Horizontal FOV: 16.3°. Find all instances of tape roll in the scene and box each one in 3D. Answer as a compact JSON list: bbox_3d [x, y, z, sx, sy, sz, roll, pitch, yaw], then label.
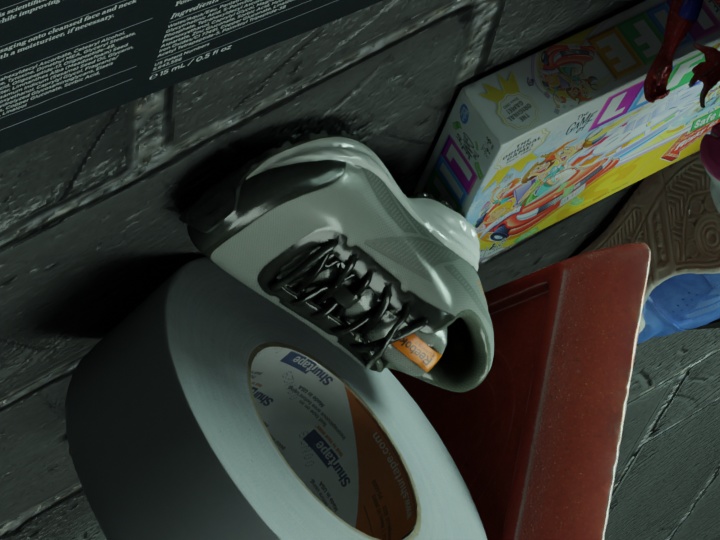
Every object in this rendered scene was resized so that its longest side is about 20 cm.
[{"bbox_3d":[-0.033,0.093,1.085,0.066,0.201,0.200,-40,162,22],"label":"tape roll"}]

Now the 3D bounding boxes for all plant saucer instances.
[{"bbox_3d":[0.048,0.092,1.225,0.037,0.201,0.199,28,149,-28],"label":"plant saucer"}]

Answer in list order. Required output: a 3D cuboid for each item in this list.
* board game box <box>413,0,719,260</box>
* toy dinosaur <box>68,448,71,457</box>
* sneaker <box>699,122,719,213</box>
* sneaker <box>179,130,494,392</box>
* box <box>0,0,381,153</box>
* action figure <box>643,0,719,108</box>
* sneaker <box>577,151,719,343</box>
[{"bbox_3d":[0.119,-0.076,1.192,0.199,0.034,0.135,-26,161,-24],"label":"board game box"},{"bbox_3d":[-0.053,0.120,1.151,0.061,0.199,0.106,-61,162,20],"label":"toy dinosaur"},{"bbox_3d":[0.223,-0.032,1.092,0.199,0.081,0.089,-16,120,-32],"label":"sneaker"},{"bbox_3d":[0.000,0.000,1.075,0.074,0.080,0.200,-34,149,22],"label":"sneaker"},{"bbox_3d":[-0.066,-0.111,0.684,0.199,0.079,0.141,-24,163,-28],"label":"box"},{"bbox_3d":[0.170,-0.079,1.114,0.099,0.065,0.201,-48,133,-19],"label":"action figure"},{"bbox_3d":[0.203,-0.020,1.421,0.111,0.077,0.200,-12,157,-39],"label":"sneaker"}]
